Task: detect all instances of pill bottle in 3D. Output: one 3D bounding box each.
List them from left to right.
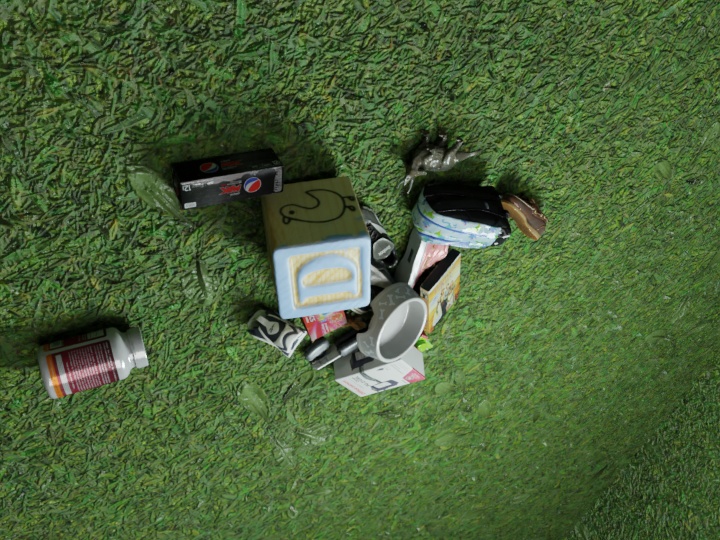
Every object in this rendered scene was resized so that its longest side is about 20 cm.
[{"bbox_3d":[-0.548,0.184,1.440,0.200,0.113,0.113,-14,135,-19],"label":"pill bottle"}]

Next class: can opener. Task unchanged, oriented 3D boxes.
[{"bbox_3d":[-0.049,0.184,1.794,0.200,0.053,0.067,-31,130,-7],"label":"can opener"}]

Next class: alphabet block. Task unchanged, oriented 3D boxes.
[{"bbox_3d":[-0.091,-0.048,1.417,0.195,0.200,0.197,-8,134,-11],"label":"alphabet block"}]

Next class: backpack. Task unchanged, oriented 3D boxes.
[{"bbox_3d":[0.219,-0.127,1.597,0.200,0.163,0.154,12,137,-31],"label":"backpack"}]

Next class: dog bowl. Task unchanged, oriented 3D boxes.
[{"bbox_3d":[0.081,0.130,1.666,0.200,0.059,0.200,-29,136,-33],"label":"dog bowl"}]

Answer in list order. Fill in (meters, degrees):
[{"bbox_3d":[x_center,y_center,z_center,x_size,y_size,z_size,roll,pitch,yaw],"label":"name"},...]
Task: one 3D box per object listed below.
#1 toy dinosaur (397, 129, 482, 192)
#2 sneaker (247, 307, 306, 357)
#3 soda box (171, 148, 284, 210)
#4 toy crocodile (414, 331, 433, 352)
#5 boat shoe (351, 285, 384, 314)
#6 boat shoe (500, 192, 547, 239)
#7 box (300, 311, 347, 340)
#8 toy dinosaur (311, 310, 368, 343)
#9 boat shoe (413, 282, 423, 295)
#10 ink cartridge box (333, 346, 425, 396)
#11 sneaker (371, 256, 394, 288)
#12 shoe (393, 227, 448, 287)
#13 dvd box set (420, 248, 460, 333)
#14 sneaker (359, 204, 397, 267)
[{"bbox_3d":[0.166,-0.250,1.519,0.200,0.077,0.102,-18,148,-24],"label":"toy dinosaur"},{"bbox_3d":[-0.203,0.139,1.648,0.080,0.130,0.199,-54,176,-2],"label":"sneaker"},{"bbox_3d":[-0.249,-0.174,1.319,0.200,0.071,0.063,-13,133,-22],"label":"soda box"},{"bbox_3d":[0.134,0.172,1.884,0.062,0.068,0.200,-47,136,16],"label":"toy crocodile"},{"bbox_3d":[0.015,0.063,1.684,0.062,0.075,0.200,-55,154,17],"label":"boat shoe"},{"bbox_3d":[0.412,-0.149,1.750,0.070,0.070,0.200,-56,141,-1],"label":"boat shoe"},{"bbox_3d":[-0.108,0.054,1.603,0.100,0.096,0.200,-26,138,-10],"label":"box"},{"bbox_3d":[-0.047,0.120,1.720,0.106,0.200,0.060,-36,100,-33],"label":"toy dinosaur"},{"bbox_3d":[0.097,0.103,1.780,0.200,0.070,0.070,-39,134,-27],"label":"boat shoe"},{"bbox_3d":[0.048,0.252,1.841,0.200,0.084,0.145,-20,143,23],"label":"ink cartridge box"},{"bbox_3d":[0.000,0.000,1.648,0.200,0.070,0.080,30,115,-37],"label":"sneaker"},{"bbox_3d":[0.152,-0.019,1.713,0.091,0.072,0.200,0,125,-28],"label":"shoe"},{"bbox_3d":[0.205,0.054,1.783,0.146,0.029,0.200,-48,153,-26],"label":"dvd box set"},{"bbox_3d":[0.034,-0.072,1.576,0.066,0.091,0.200,-37,138,3],"label":"sneaker"}]
